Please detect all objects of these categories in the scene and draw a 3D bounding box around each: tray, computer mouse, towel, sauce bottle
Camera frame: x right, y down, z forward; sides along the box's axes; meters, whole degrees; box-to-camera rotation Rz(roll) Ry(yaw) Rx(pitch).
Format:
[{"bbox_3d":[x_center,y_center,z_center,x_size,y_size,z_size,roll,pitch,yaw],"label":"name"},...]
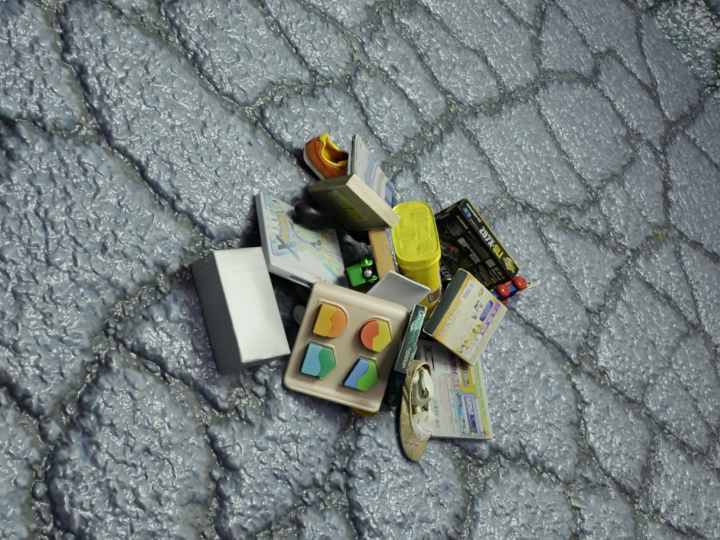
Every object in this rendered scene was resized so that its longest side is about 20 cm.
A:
[{"bbox_3d":[0.029,0.076,1.634,0.107,0.200,0.022,24,33,-32],"label":"tray"},{"bbox_3d":[0.050,-0.007,1.707,0.200,0.037,0.099,69,8,-76],"label":"tray"},{"bbox_3d":[-0.053,-0.081,1.698,0.200,0.059,0.034,25,88,-39],"label":"computer mouse"},{"bbox_3d":[0.023,-0.167,1.786,0.200,0.024,0.147,52,35,-51],"label":"towel"},{"bbox_3d":[-0.043,0.061,1.659,0.200,0.066,0.066,-17,82,-43],"label":"sauce bottle"}]

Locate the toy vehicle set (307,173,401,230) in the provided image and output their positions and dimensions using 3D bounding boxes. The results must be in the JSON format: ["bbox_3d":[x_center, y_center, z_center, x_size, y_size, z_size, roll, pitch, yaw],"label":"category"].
[{"bbox_3d":[-0.016,-0.127,1.681,0.124,0.200,0.027,42,75,-20],"label":"toy vehicle set"}]

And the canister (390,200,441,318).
[{"bbox_3d":[0.113,-0.016,1.716,0.200,0.086,0.149,78,4,-53],"label":"canister"}]

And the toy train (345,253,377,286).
[{"bbox_3d":[0.000,0.000,1.663,0.200,0.056,0.042,-96,167,-84],"label":"toy train"}]

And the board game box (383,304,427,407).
[{"bbox_3d":[0.083,0.161,1.629,0.028,0.200,0.135,17,65,4],"label":"board game box"}]

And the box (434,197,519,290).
[{"bbox_3d":[0.220,-0.040,1.879,0.200,0.160,0.049,51,46,-10],"label":"box"}]

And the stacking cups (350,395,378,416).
[{"bbox_3d":[0.032,0.185,1.681,0.060,0.060,0.200,43,42,-19],"label":"stacking cups"}]

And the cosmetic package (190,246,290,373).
[{"bbox_3d":[-0.205,0.067,1.493,0.107,0.090,0.200,-4,76,-42],"label":"cosmetic package"}]

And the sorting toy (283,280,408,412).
[{"bbox_3d":[-0.023,0.137,1.561,0.185,0.036,0.200,17,88,-12],"label":"sorting toy"}]

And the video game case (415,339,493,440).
[{"bbox_3d":[0.193,0.250,1.815,0.182,0.022,0.200,11,62,-39],"label":"video game case"}]

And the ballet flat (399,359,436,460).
[{"bbox_3d":[0.113,0.266,1.702,0.070,0.065,0.200,17,61,-40],"label":"ballet flat"}]

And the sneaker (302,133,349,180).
[{"bbox_3d":[-0.033,-0.194,1.775,0.200,0.077,0.073,42,46,-33],"label":"sneaker"}]

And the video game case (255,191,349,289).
[{"bbox_3d":[-0.108,-0.045,1.629,0.182,0.022,0.200,24,34,-33],"label":"video game case"}]

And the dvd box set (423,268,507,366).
[{"bbox_3d":[0.216,0.099,1.776,0.200,0.029,0.147,36,83,-50],"label":"dvd box set"}]

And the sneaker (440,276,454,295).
[{"bbox_3d":[0.214,0.072,1.852,0.199,0.115,0.081,29,54,-30],"label":"sneaker"}]

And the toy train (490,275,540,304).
[{"bbox_3d":[0.325,0.012,2.015,0.200,0.085,0.116,-18,70,-45],"label":"toy train"}]
